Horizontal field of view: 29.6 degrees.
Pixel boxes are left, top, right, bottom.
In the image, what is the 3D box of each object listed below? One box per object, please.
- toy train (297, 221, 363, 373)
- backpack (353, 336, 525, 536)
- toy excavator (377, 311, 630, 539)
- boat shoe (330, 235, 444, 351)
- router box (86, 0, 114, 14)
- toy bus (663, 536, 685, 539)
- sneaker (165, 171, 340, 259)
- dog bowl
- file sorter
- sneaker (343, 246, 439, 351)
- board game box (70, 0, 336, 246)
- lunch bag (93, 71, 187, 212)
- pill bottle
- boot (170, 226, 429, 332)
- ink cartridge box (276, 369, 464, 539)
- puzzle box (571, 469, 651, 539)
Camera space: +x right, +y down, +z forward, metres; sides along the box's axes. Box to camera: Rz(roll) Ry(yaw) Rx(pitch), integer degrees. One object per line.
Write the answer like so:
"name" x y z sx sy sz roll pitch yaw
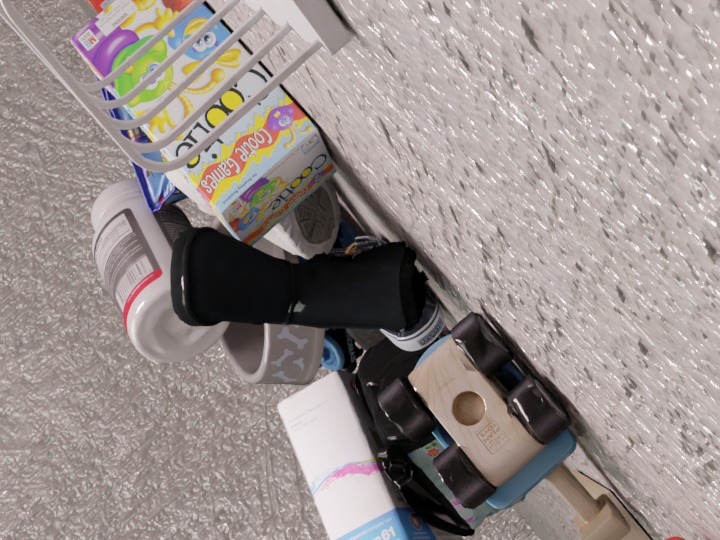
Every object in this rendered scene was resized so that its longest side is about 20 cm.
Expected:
"toy train" -0.053 0.021 1.472 0.113 0.087 0.202 15 130 40
"backpack" 0.093 0.165 1.343 0.200 0.126 0.168 51 -164 -32
"toy excavator" 0.128 0.136 1.059 0.195 0.100 0.200 50 -170 18
"boat shoe" 0.000 0.000 1.280 0.200 0.071 0.091 27 157 54
"router box" -0.378 -0.417 1.679 0.180 0.049 0.200 52 176 -40
"toy bus" 0.235 0.265 0.836 0.194 0.135 0.200 65 172 -6
"sneaker" -0.098 -0.071 1.258 0.099 0.079 0.200 10 164 41
"dog bowl" -0.101 0.023 1.384 0.200 0.058 0.203 169 90 -67
"file sorter" -0.120 -0.152 0.707 0.139 0.124 0.200 50 176 -29
"sneaker" 0.027 0.053 1.448 0.201 0.073 0.118 56 -177 -15
"board game box" -0.126 -0.134 1.114 0.200 0.105 0.103 48 175 16
"lunch bag" -0.202 -0.183 1.432 0.201 0.094 0.150 60 -154 -2
"pill bottle" -0.216 -0.007 1.423 0.111 0.110 0.201 53 -178 -46
"boot" -0.041 0.008 1.067 0.200 0.166 0.077 25 -116 -72
"ink cartridge box" 0.012 0.211 1.394 0.144 0.084 0.202 19 -138 -62
"puzzle box" 0.259 0.269 1.214 0.200 0.025 0.133 50 176 -2
